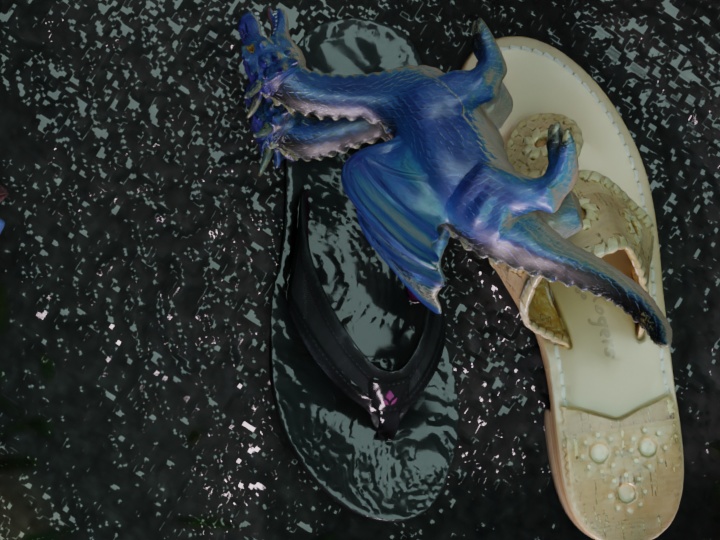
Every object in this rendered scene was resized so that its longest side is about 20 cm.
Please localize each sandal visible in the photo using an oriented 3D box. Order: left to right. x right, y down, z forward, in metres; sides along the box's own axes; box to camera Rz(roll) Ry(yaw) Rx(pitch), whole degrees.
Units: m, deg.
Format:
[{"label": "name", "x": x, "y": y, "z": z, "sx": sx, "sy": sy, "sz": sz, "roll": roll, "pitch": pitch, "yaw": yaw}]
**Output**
[{"label": "sandal", "x": -0.001, "y": -0.001, "z": 0.783, "sx": 0.074, "sy": 0.048, "sz": 0.203, "roll": -5, "pitch": 86, "yaw": -8}, {"label": "sandal", "x": 0.094, "y": 0.004, "z": 0.785, "sx": 0.077, "sy": 0.070, "sz": 0.214, "roll": -13, "pitch": 89, "yaw": -8}]

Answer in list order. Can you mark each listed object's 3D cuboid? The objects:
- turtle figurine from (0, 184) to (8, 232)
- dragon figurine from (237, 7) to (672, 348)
[{"label": "turtle figurine", "x": -0.213, "y": -0.089, "z": 0.708, "sx": 0.198, "sy": 0.144, "sz": 0.196, "roll": 7, "pitch": 78, "yaw": -19}, {"label": "dragon figurine", "x": 0.029, "y": -0.025, "z": 0.737, "sx": 0.099, "sy": 0.059, "sz": 0.201, "roll": -32, "pitch": 70, "yaw": -5}]
